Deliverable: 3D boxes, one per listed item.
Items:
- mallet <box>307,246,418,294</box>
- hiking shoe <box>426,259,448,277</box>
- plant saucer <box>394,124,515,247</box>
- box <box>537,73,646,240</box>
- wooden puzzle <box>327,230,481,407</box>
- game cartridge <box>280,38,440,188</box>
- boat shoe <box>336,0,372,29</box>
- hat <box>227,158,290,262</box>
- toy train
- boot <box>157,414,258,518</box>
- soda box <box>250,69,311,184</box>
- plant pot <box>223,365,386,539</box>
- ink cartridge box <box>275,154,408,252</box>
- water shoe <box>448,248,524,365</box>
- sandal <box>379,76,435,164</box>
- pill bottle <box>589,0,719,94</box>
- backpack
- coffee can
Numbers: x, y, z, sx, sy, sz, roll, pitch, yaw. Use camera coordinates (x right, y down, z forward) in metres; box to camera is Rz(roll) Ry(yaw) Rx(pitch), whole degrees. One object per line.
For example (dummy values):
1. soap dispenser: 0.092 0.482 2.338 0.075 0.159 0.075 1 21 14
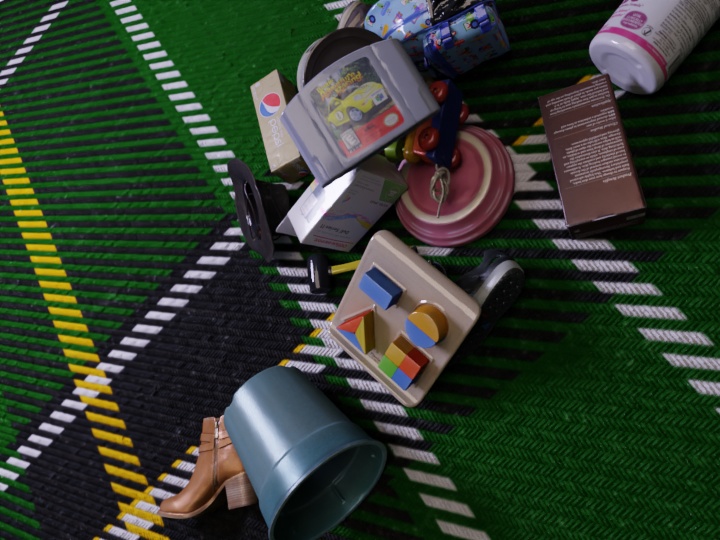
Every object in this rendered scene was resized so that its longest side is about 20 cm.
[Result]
1. mallet: 0.000 0.000 0.914 0.197 0.041 0.067 -5 76 22
2. hiking shoe: 0.041 0.049 0.848 0.200 0.087 0.075 -43 63 12
3. plant saucer: 0.138 -0.139 0.865 0.198 0.051 0.203 -7 74 25
4. box: 0.319 -0.155 0.763 0.099 0.075 0.203 -13 70 24
5. wooden puzzle: 0.047 0.075 0.777 0.185 0.046 0.201 40 123 19
6. game cartridge: -0.005 -0.224 0.763 0.199 0.041 0.134 -33 87 3
7. boat shoe: -0.018 -0.392 0.993 0.073 0.074 0.202 21 89 30
8. hat: -0.169 -0.118 0.992 0.080 0.201 0.202 -21 62 -22
9. toy train: 0.085 -0.179 0.831 0.115 0.084 0.203 5 80 39
10. boot: -0.265 0.335 0.950 0.198 0.074 0.157 -16 72 10
11. soda box: -0.146 -0.270 1.036 0.067 0.064 0.202 -24 67 20
12. plant pot: -0.096 0.259 0.820 0.201 0.200 0.196 -52 54 7
13. ink cartridge box: -0.033 -0.097 0.881 0.200 0.116 0.068 -46 57 29
14. water shoe: 0.157 0.058 0.810 0.200 0.071 0.079 -47 33 14
15. sandal: 0.057 -0.238 0.926 0.201 0.080 0.054 -55 18 10
16. pill bottle: 0.416 -0.351 0.735 0.113 0.113 0.201 42 98 28
17. backpack: 0.115 -0.376 0.858 0.198 0.182 0.136 -19 85 20
18. coffee can: -0.026 -0.303 0.880 0.147 0.146 0.200 -48 20 9
